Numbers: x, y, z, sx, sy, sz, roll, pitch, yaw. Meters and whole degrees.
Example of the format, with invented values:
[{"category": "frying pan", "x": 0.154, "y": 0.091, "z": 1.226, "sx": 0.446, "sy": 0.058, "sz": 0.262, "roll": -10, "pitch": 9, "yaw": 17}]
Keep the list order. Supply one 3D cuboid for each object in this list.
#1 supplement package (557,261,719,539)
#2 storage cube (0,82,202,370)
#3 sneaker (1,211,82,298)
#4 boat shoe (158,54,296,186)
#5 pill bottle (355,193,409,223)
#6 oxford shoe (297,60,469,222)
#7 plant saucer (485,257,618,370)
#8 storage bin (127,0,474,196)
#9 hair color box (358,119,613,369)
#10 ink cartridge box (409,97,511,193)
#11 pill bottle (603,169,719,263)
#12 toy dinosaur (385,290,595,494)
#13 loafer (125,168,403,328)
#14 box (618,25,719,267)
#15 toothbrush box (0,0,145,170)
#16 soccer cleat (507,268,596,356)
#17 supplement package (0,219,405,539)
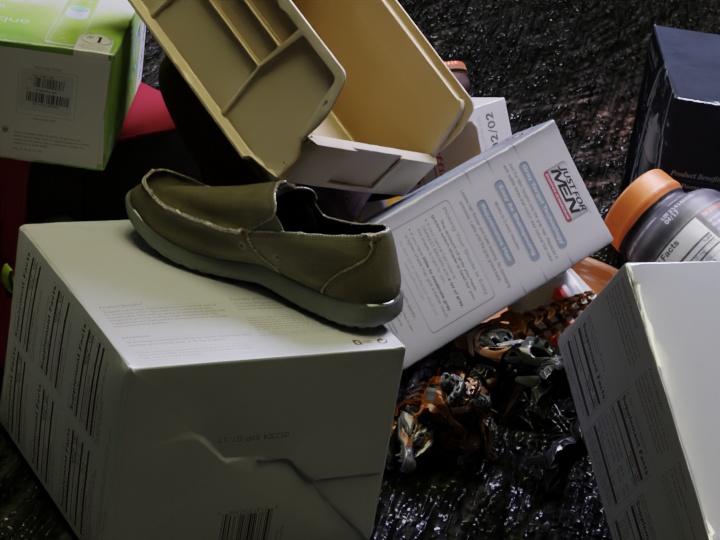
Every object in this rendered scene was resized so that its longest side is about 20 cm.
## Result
[{"category": "supplement package", "x": 0.239, "y": 0.105, "z": 1.390, "sx": 0.155, "sy": 0.111, "sz": 0.201, "roll": -1, "pitch": 62, "yaw": -23}, {"category": "storage cube", "x": -0.231, "y": -0.048, "z": 1.585, "sx": 0.179, "sy": 0.172, "sz": 0.199, "roll": 28, "pitch": 30, "yaw": 37}, {"category": "sneaker", "x": -0.177, "y": 0.033, "z": 1.505, "sx": 0.200, "sy": 0.083, "sz": 0.072, "roll": 42, "pitch": -3, "yaw": -43}, {"category": "boat shoe", "x": -0.074, "y": -0.070, "z": 1.522, "sx": 0.074, "sy": 0.201, "sz": 0.066, "roll": -11, "pitch": 12, "yaw": 36}, {"category": "pill bottle", "x": 0.000, "y": 0.000, "z": 1.642, "sx": 0.112, "sy": 0.114, "sz": 0.200, "roll": 10, "pitch": 24, "yaw": -1}, {"category": "oxford shoe", "x": 0.025, "y": -0.093, "z": 1.623, "sx": 0.073, "sy": 0.071, "sz": 0.200, "roll": 50, "pitch": 52, "yaw": 3}, {"category": "plant saucer", "x": 0.142, "y": 0.034, "z": 1.721, "sx": 0.199, "sy": 0.038, "sz": 0.200, "roll": 8, "pitch": 25, "yaw": -4}, {"category": "storage bin", "x": -0.041, "y": -0.154, "z": 1.466, "sx": 0.199, "sy": 0.094, "sz": 0.200, "roll": 53, "pitch": 20, "yaw": 18}, {"category": "hair color box", "x": 0.072, "y": -0.017, "z": 1.526, "sx": 0.199, "sy": 0.099, "sz": 0.061, "roll": -30, "pitch": 6, "yaw": -26}, {"category": "ink cartridge box", "x": 0.069, "y": -0.077, "z": 1.751, "sx": 0.068, "sy": 0.116, "sz": 0.200, "roll": -20, "pitch": 15, "yaw": -30}, {"category": "pill bottle", "x": 0.280, "y": 0.009, "z": 1.678, "sx": 0.200, "sy": 0.107, "sz": 0.106, "roll": 45, "pitch": 37, "yaw": 23}, {"category": "toy dinosaur", "x": 0.096, "y": 0.073, "z": 1.505, "sx": 0.135, "sy": 0.200, "sz": 0.102, "roll": 25, "pitch": -17, "yaw": 38}, {"category": "loafer", "x": -0.057, "y": -0.030, "z": 1.370, "sx": 0.199, "sy": 0.070, "sz": 0.075, "roll": 20, "pitch": 24, "yaw": 19}, {"category": "box", "x": 0.296, "y": -0.080, "z": 1.838, "sx": 0.123, "sy": 0.198, "sz": 0.200, "roll": 9, "pitch": 23, "yaw": -2}, {"category": "toothbrush box", "x": -0.230, "y": -0.149, "z": 1.494, "sx": 0.144, "sy": 0.087, "sz": 0.200, "roll": 8, "pitch": 22, "yaw": -1}, {"category": "soccer cleat", "x": 0.179, "y": 0.063, "z": 1.598, "sx": 0.077, "sy": 0.069, "sz": 0.200, "roll": -5, "pitch": 49, "yaw": -52}, {"category": "supplement package", "x": -0.108, "y": 0.073, "z": 1.389, "sx": 0.190, "sy": 0.148, "sz": 0.200, "roll": -3, "pitch": 26, "yaw": -29}]
